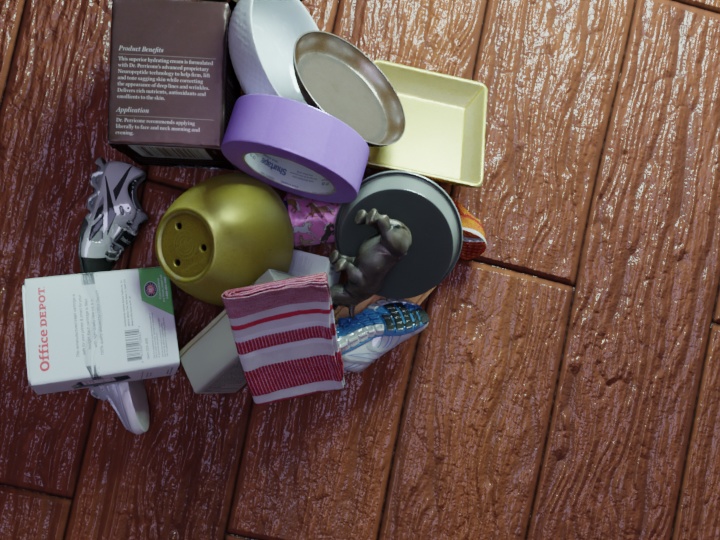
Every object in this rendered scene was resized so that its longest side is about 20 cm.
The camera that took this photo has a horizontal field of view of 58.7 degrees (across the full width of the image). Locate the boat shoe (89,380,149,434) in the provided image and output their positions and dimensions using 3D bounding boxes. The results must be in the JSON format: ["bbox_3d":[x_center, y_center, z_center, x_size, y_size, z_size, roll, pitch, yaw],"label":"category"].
[{"bbox_3d":[-0.384,0.159,0.978,0.067,0.072,0.205,-22,91,-1],"label":"boat shoe"}]

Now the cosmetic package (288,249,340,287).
[{"bbox_3d":[-0.092,0.076,0.995,0.080,0.050,0.207,13,88,26],"label":"cosmetic package"}]

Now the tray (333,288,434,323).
[{"bbox_3d":[0.042,0.040,1.026,0.098,0.037,0.201,42,88,-2],"label":"tray"}]

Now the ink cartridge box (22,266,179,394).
[{"bbox_3d":[-0.368,0.084,0.918,0.194,0.084,0.151,-5,73,-23],"label":"ink cartridge box"}]

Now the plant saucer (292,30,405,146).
[{"bbox_3d":[-0.019,-0.253,0.913,0.201,0.200,0.032,50,130,-3],"label":"plant saucer"}]

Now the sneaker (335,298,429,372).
[{"bbox_3d":[0.014,0.109,0.981,0.194,0.075,0.089,-16,127,-14],"label":"sneaker"}]

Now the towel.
[{"bbox_3d":[-0.099,0.101,0.878,0.139,0.023,0.205,-10,125,-3],"label":"towel"}]

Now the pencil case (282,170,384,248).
[{"bbox_3d":[-0.025,-0.098,1.002,0.193,0.084,0.089,-12,124,-4],"label":"pencil case"}]

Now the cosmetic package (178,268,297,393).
[{"bbox_3d":[-0.161,0.094,0.942,0.199,0.103,0.074,-41,67,14],"label":"cosmetic package"}]

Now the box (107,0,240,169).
[{"bbox_3d":[-0.265,-0.266,0.945,0.160,0.164,0.207,3,89,-3],"label":"box"}]

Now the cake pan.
[{"bbox_3d":[0.054,-0.043,0.945,0.193,0.037,0.206,4,117,7],"label":"cake pan"}]

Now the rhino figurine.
[{"bbox_3d":[0.000,0.000,0.918,0.086,0.061,0.202,22,122,-24],"label":"rhino figurine"}]

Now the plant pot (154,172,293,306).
[{"bbox_3d":[-0.212,-0.040,0.922,0.194,0.141,0.207,2,96,19],"label":"plant pot"}]

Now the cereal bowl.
[{"bbox_3d":[-0.122,-0.298,0.923,0.081,0.198,0.206,-15,91,30],"label":"cereal bowl"}]

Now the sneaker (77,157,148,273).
[{"bbox_3d":[-0.373,-0.066,0.980,0.085,0.074,0.207,8,89,-2],"label":"sneaker"}]

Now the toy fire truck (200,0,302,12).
[{"bbox_3d":[-0.177,-0.488,0.959,0.128,0.174,0.204,-38,67,29],"label":"toy fire truck"}]

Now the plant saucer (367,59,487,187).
[{"bbox_3d":[0.095,-0.220,1.000,0.193,0.049,0.206,11,63,-4],"label":"plant saucer"}]

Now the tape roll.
[{"bbox_3d":[-0.088,-0.161,0.874,0.194,0.200,0.068,17,81,-3],"label":"tape roll"}]

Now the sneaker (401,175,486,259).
[{"bbox_3d":[0.117,-0.088,0.991,0.072,0.079,0.198,-37,126,27],"label":"sneaker"}]
